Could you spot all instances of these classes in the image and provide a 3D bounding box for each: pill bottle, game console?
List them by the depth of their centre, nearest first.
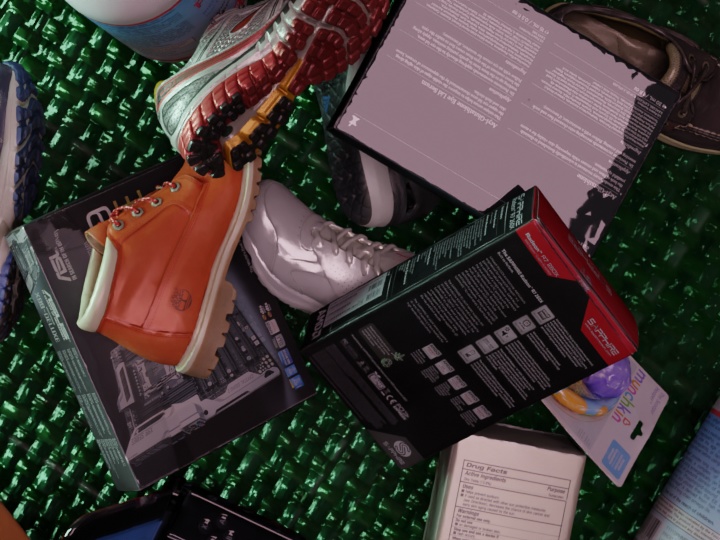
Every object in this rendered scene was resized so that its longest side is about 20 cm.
[{"bbox_3d":[-0.147,-0.211,1.088,0.107,0.200,0.110,-1,86,9],"label":"pill bottle"},{"bbox_3d":[-0.150,0.262,1.153,0.171,0.119,0.202,26,111,-5],"label":"game console"},{"bbox_3d":[0.288,0.160,1.201,0.108,0.109,0.201,30,92,-5],"label":"pill bottle"}]

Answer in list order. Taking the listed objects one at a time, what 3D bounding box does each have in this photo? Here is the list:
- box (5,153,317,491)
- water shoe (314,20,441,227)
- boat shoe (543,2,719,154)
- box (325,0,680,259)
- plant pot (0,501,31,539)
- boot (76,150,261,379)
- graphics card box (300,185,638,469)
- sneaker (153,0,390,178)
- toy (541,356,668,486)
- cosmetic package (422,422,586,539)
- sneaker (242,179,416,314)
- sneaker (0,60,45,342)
[{"bbox_3d":[-0.141,0.032,1.165,0.157,0.050,0.202,-26,96,-29],"label":"box"},{"bbox_3d":[0.012,-0.134,1.196,0.078,0.071,0.203,-8,94,-30],"label":"water shoe"},{"bbox_3d":[0.220,-0.139,1.197,0.198,0.065,0.074,21,91,-5],"label":"boat shoe"},{"bbox_3d":[0.096,-0.108,1.122,0.199,0.079,0.142,30,88,-7],"label":"box"},{"bbox_3d":[-0.311,0.204,1.139,0.140,0.200,0.201,-39,95,-16],"label":"plant pot"},{"bbox_3d":[-0.130,-0.038,1.114,0.106,0.075,0.203,17,72,-16],"label":"boot"},{"bbox_3d":[0.073,0.043,1.109,0.199,0.051,0.126,-31,114,24],"label":"graphics card box"},{"bbox_3d":[-0.060,-0.159,1.088,0.200,0.078,0.082,-42,55,-5],"label":"sneaker"},{"bbox_3d":[0.153,0.044,1.183,0.200,0.115,0.047,46,134,-3],"label":"toy"},{"bbox_3d":[0.095,0.217,1.204,0.102,0.087,0.203,12,94,-3],"label":"cosmetic package"},{"bbox_3d":[0.000,0.000,1.173,0.200,0.078,0.099,45,129,-13],"label":"sneaker"},{"bbox_3d":[-0.280,-0.053,1.171,0.084,0.077,0.203,9,93,0],"label":"sneaker"}]
